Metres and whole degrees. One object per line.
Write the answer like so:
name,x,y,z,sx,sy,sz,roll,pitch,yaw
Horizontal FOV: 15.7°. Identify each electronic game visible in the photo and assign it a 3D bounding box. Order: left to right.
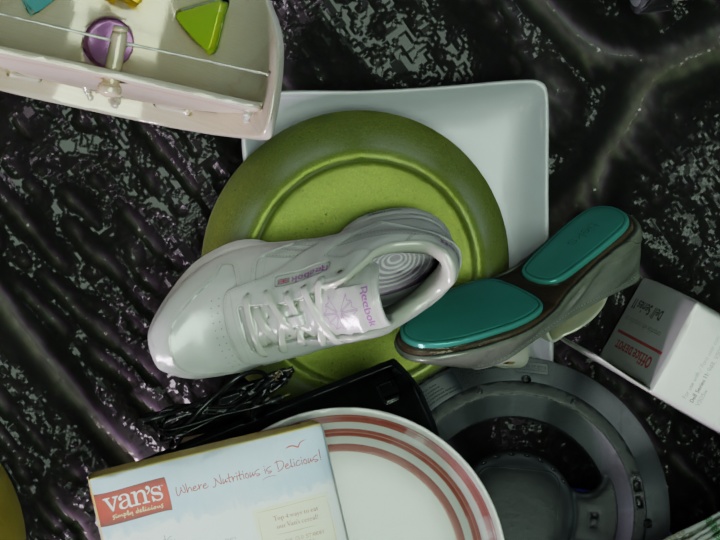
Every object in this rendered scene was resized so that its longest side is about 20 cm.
electronic game,0.095,0.153,1.632,0.200,0.042,0.200,1,80,-5

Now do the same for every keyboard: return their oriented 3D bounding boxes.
keyboard,-0.058,0.101,1.597,0.200,0.040,0.104,-22,121,1

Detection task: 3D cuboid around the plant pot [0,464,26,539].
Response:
plant pot,-0.300,0.188,1.583,0.200,0.142,0.200,-2,99,-10

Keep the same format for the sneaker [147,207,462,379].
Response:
sneaker,-0.033,0.014,1.569,0.200,0.100,0.075,-21,105,-6

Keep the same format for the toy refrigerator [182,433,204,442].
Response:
toy refrigerator,-0.072,0.206,1.666,0.070,0.076,0.200,-11,101,-10

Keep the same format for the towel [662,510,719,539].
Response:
towel,0.215,0.206,1.623,0.200,0.031,0.149,-23,142,-25

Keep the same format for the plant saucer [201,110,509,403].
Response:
plant saucer,0.000,0.000,1.640,0.200,0.031,0.200,-2,99,-10

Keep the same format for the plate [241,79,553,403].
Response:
plate,0.023,-0.020,1.673,0.199,0.032,0.200,-4,99,-11

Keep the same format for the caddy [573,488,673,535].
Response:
caddy,0.118,0.223,1.689,0.200,0.105,0.142,-17,102,-8

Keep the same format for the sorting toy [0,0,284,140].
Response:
sorting toy,-0.140,-0.186,1.588,0.200,0.107,0.180,12,88,-12

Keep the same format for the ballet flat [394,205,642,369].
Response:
ballet flat,0.105,0.027,1.629,0.200,0.067,0.064,-31,130,-32

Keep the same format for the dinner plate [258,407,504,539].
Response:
dinner plate,-0.011,0.182,1.579,0.200,0.024,0.201,0,91,-6

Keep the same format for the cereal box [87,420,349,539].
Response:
cereal box,-0.071,0.201,1.542,0.144,0.040,0.200,-12,91,-7

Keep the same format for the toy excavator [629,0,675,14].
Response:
toy excavator,0.202,-0.290,1.640,0.100,0.200,0.195,-10,144,-10

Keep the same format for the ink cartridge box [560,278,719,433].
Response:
ink cartridge box,0.232,0.067,1.683,0.200,0.117,0.067,29,91,-14
